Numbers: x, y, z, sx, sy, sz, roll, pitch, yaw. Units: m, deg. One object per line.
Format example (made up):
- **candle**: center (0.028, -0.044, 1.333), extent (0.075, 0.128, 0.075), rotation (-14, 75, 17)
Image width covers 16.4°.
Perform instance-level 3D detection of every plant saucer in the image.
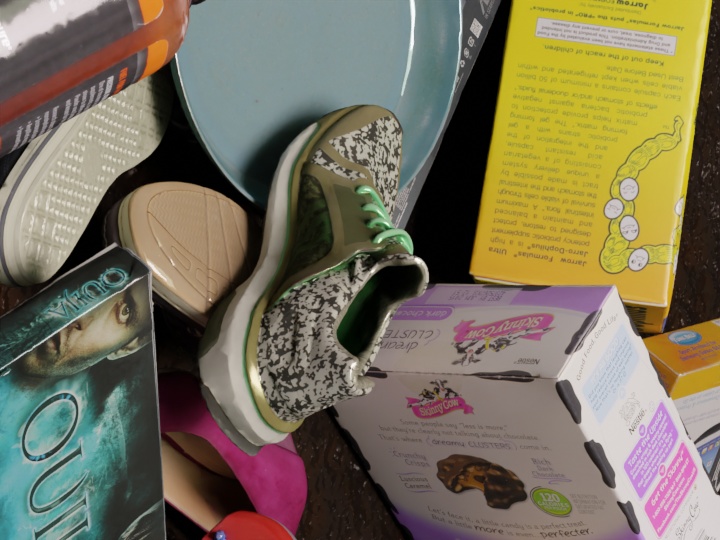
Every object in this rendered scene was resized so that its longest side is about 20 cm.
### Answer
- **plant saucer**: center (-0.025, -0.122, 1.209), extent (0.199, 0.027, 0.202), rotation (-3, 95, -45)

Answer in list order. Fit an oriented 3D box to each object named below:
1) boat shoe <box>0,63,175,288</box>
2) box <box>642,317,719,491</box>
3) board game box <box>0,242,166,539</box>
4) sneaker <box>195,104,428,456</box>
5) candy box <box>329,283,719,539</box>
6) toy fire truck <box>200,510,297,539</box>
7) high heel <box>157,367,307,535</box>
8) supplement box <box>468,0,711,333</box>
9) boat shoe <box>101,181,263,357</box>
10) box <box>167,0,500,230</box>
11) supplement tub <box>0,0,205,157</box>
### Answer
- **boat shoe**: center (-0.137, -0.065, 1.130), extent (0.200, 0.062, 0.075), rotation (-60, 150, -48)
- **box**: center (0.168, 0.122, 1.453), extent (0.119, 0.041, 0.201), rotation (-11, 133, -48)
- **board game box**: center (-0.142, 0.095, 1.067), extent (0.135, 0.028, 0.201), rotation (-35, 147, -29)
- **sneaker**: center (0.000, 0.000, 1.146), extent (0.077, 0.088, 0.201), rotation (57, 39, -37)
- **candy box**: center (0.090, 0.102, 1.317), extent (0.072, 0.167, 0.201), rotation (-54, 129, -34)
- **toy fire truck**: center (-0.102, 0.171, 1.131), extent (0.200, 0.049, 0.141), rotation (-41, 156, -24)
- **high heel**: center (-0.090, 0.097, 1.182), extent (0.199, 0.067, 0.097), rotation (3, 79, -52)
- **supplement box**: center (0.129, -0.077, 1.372), extent (0.109, 0.109, 0.202), rotation (58, 40, -79)
- **boat shoe**: center (-0.065, 0.012, 1.192), extent (0.200, 0.064, 0.072), rotation (22, 55, -56)
- **box**: center (-0.010, -0.124, 1.281), extent (0.158, 0.051, 0.201), rotation (42, 62, -42)
- **supplement tub**: center (-0.146, -0.110, 1.048), extent (0.199, 0.107, 0.108), rotation (-31, 115, -25)
